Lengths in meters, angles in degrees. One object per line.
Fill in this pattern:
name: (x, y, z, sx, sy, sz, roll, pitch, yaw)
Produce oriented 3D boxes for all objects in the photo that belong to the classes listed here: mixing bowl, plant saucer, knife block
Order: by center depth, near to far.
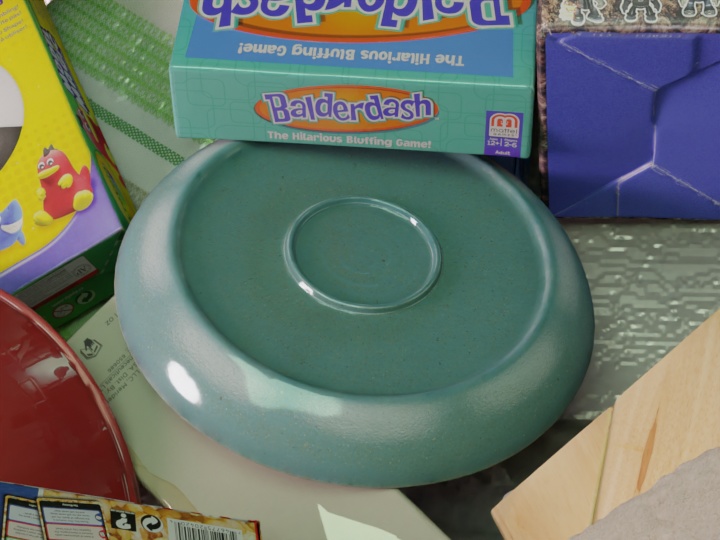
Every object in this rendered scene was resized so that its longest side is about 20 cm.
knife block: (0.132, 0.129, 0.682, 0.200, 0.064, 0.176, -43, 53, 17)
mixing bowl: (-0.194, 0.108, 0.758, 0.199, 0.108, 0.202, 7, 104, 29)
plant saucer: (0.000, 0.000, 0.781, 0.198, 0.028, 0.201, 5, 45, -5)

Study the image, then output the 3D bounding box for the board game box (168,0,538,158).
board game box: (0.005, -0.140, 0.848, 0.151, 0.045, 0.201, 3, 51, 3)

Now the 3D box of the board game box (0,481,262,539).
board game box: (-0.099, 0.157, 0.618, 0.150, 0.047, 0.201, 12, 38, -19)

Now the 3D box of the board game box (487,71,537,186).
board game box: (-0.015, -0.104, 0.914, 0.198, 0.037, 0.153, 1, 66, 14)

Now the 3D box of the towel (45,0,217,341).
towel: (-0.107, -0.068, 0.890, 0.149, 0.031, 0.201, 33, 81, 29)

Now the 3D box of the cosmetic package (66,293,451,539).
cosmetic package: (-0.032, 0.096, 0.785, 0.073, 0.104, 0.200, -43, 62, -8)

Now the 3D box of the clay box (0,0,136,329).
clay box: (-0.180, -0.060, 0.868, 0.114, 0.048, 0.201, -30, 62, 5)

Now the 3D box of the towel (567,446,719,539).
towel: (0.080, 0.136, 0.616, 0.199, 0.035, 0.133, -33, 30, 15)

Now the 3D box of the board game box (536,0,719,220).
board game box: (0.127, -0.146, 0.826, 0.096, 0.160, 0.202, 1, 64, 7)
